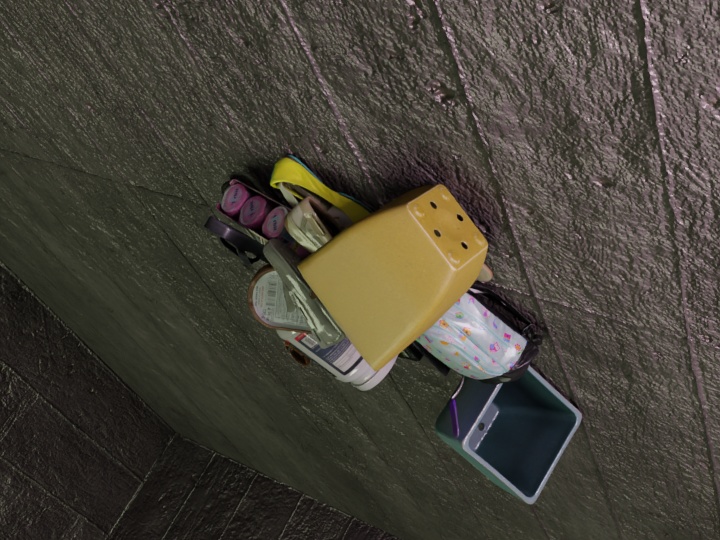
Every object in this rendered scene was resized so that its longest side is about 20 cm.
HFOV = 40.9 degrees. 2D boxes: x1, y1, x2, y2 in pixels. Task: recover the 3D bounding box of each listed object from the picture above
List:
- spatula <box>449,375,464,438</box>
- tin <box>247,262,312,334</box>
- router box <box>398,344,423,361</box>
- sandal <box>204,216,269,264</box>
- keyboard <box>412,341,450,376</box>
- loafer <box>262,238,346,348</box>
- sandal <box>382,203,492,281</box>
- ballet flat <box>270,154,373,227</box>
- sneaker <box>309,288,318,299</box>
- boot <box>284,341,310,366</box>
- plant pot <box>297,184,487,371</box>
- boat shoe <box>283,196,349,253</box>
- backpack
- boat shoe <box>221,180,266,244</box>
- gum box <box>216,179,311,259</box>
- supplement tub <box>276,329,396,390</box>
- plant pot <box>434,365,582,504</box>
[{"bbox_3d":[0.175,0.194,1.708,0.020,0.203,0.057,10,160,1],"label":"spatula"},{"bbox_3d":[-0.091,0.050,1.606,0.197,0.114,0.042,7,-164,3],"label":"tin"},{"bbox_3d":[0.029,0.086,1.858,0.148,0.063,0.201,7,146,43],"label":"router box"},{"bbox_3d":[-0.212,-0.044,1.652,0.076,0.043,0.200,30,179,26],"label":"sandal"},{"bbox_3d":[0.109,0.088,1.686,0.020,0.129,0.200,-19,137,25],"label":"keyboard"},{"bbox_3d":[-0.096,0.040,1.549,0.201,0.069,0.070,53,-163,-7],"label":"loafer"},{"bbox_3d":[0.107,-0.018,1.544,0.210,0.070,0.078,34,157,-4],"label":"sandal"},{"bbox_3d":[-0.064,-0.109,1.587,0.199,0.067,0.067,35,153,-5],"label":"ballet flat"},{"bbox_3d":[0.009,0.044,1.529,0.198,0.071,0.075,26,134,-27],"label":"sneaker"},{"bbox_3d":[-0.117,0.082,1.916,0.076,0.156,0.201,16,152,33],"label":"boot"},{"bbox_3d":[0.070,-0.012,1.412,0.196,0.194,0.200,53,129,4],"label":"plant pot"},{"bbox_3d":[-0.030,-0.038,1.545,0.200,0.072,0.065,41,118,-15],"label":"boat shoe"},{"bbox_3d":[0.180,0.104,1.613,0.199,0.128,0.166,38,156,-21],"label":"backpack"},{"bbox_3d":[-0.185,-0.092,1.795,0.200,0.067,0.057,50,178,-26],"label":"boat shoe"},{"bbox_3d":[-0.151,-0.083,1.664,0.199,0.067,0.113,30,179,45],"label":"gum box"},{"bbox_3d":[-0.039,0.108,1.724,0.199,0.142,0.140,38,156,-20],"label":"supplement tub"},{"bbox_3d":[0.254,0.288,1.822,0.195,0.198,0.199,40,164,-19],"label":"plant pot"}]
